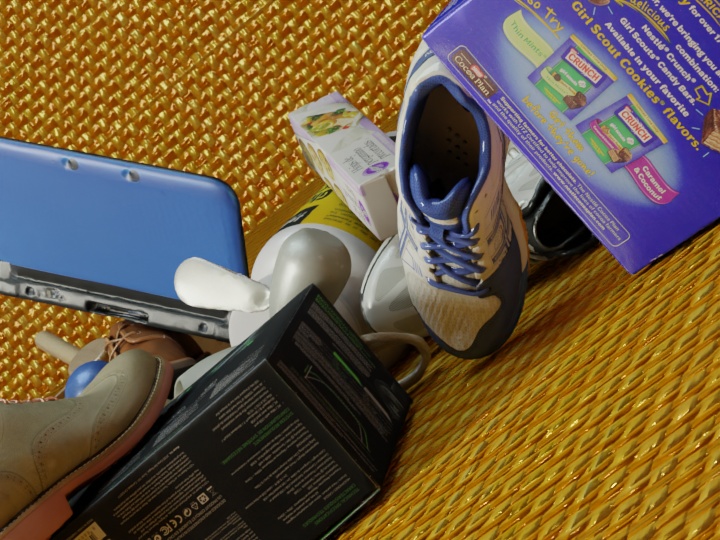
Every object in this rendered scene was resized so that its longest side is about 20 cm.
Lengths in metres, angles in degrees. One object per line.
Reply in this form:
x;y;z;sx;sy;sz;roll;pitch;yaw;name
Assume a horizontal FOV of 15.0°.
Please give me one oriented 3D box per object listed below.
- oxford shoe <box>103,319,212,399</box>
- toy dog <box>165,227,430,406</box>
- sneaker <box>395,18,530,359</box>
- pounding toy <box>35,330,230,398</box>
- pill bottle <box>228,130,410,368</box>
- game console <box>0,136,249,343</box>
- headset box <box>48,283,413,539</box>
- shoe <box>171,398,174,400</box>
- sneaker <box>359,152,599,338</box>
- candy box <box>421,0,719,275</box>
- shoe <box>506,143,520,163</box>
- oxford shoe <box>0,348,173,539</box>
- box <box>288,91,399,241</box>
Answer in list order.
-0.148;0.067;1.839;0.071;0.071;0.200;-45;-2;4;oxford shoe
-0.064;0.047;1.623;0.200;0.132;0.096;-39;35;20;toy dog
0.044;-0.034;1.451;0.075;0.200;0.088;4;27;17;sneaker
-0.192;0.105;2.062;0.184;0.142;0.200;-36;7;36;pounding toy
0.000;0.000;1.761;0.112;0.112;0.200;-35;7;41;pill bottle
-0.146;-0.026;1.856;0.171;0.200;0.119;-16;-64;-67;game console
-0.071;0.110;1.477;0.174;0.093;0.200;-40;5;12;headset box
-0.079;0.087;1.810;0.091;0.071;0.200;-47;2;-11;shoe
0.078;-0.022;1.612;0.200;0.076;0.115;-37;4;10;sneaker
0.161;-0.119;1.347;0.200;0.169;0.077;-35;11;38;candy box
0.132;-0.090;1.767;0.200;0.070;0.053;-40;-28;-24;shoe
-0.164;0.086;1.424;0.071;0.074;0.200;-39;6;37;oxford shoe
-0.002;-0.068;1.712;0.039;0.042;0.200;-26;21;-6;box
